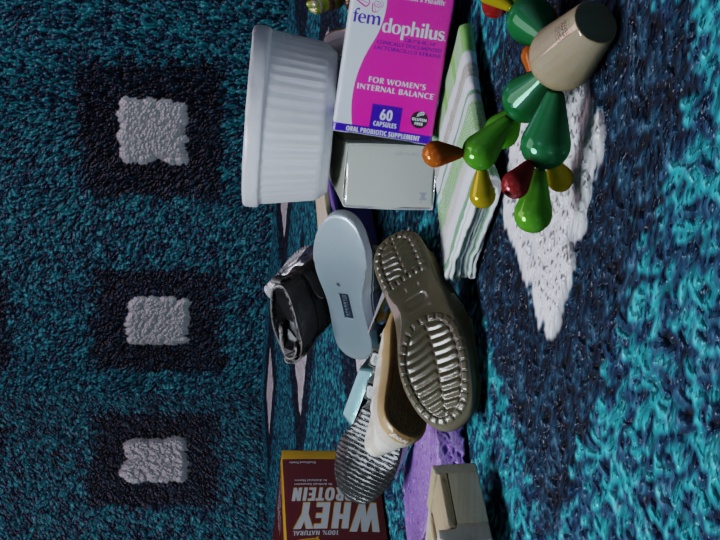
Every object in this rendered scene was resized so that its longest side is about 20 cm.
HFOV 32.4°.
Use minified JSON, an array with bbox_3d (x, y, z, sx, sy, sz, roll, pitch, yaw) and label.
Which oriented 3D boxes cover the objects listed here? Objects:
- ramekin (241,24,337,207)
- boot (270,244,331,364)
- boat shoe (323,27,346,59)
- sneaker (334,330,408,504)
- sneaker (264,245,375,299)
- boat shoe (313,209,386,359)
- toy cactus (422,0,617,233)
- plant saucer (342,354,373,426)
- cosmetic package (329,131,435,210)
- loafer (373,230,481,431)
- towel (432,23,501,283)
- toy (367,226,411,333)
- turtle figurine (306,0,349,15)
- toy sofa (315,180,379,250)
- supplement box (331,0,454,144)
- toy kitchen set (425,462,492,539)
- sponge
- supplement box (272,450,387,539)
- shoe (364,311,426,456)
[{"bbox_3d":[-0.077,-0.167,1.367,0.202,0.094,0.203,-176,90,-86],"label":"ramekin"},{"bbox_3d":[-0.050,0.056,1.498,0.174,0.069,0.201,-54,-45,-48],"label":"boot"},{"bbox_3d":[0.023,-0.239,1.364,0.200,0.071,0.070,7,108,59],"label":"boat shoe"},{"bbox_3d":[0.037,0.153,1.313,0.088,0.074,0.201,-7,-59,-63],"label":"sneaker"},{"bbox_3d":[-0.034,0.023,1.635,0.199,0.130,0.080,-35,12,40],"label":"sneaker"},{"bbox_3d":[0.000,0.000,1.448,0.091,0.071,0.201,-50,-37,-45],"label":"boat shoe"},{"bbox_3d":[0.115,-0.134,0.848,0.165,0.102,0.201,133,147,-63],"label":"toy cactus"},{"bbox_3d":[0.015,0.118,1.415,0.200,0.019,0.070,-36,-33,-75],"label":"plant saucer"},{"bbox_3d":[0.019,-0.127,1.414,0.200,0.103,0.073,-119,32,-72],"label":"cosmetic package"},{"bbox_3d":[0.072,0.056,1.149,0.067,0.076,0.201,25,-135,-53],"label":"loafer"},{"bbox_3d":[0.098,-0.108,1.147,0.149,0.031,0.201,105,166,-52],"label":"towel"},{"bbox_3d":[0.049,0.017,1.332,0.200,0.047,0.116,-4,-66,-89],"label":"toy"},{"bbox_3d":[0.008,-0.334,1.555,0.200,0.064,0.162,-39,-54,-47],"label":"turtle figurine"},{"bbox_3d":[-0.019,-0.088,1.740,0.200,0.082,0.098,-97,16,-45],"label":"toy sofa"},{"bbox_3d":[0.035,-0.237,1.227,0.103,0.101,0.201,-87,5,-73],"label":"supplement box"},{"bbox_3d":[0.022,0.295,1.053,0.163,0.180,0.200,-99,9,-47],"label":"toy kitchen set"},{"bbox_3d":[0.073,0.212,1.243,0.200,0.030,0.112,103,167,-59],"label":"sponge"},{"bbox_3d":[-0.044,0.381,1.662,0.198,0.132,0.201,-98,13,-51],"label":"supplement box"},{"bbox_3d":[0.041,0.096,1.193,0.053,0.070,0.200,-55,11,41],"label":"shoe"}]
